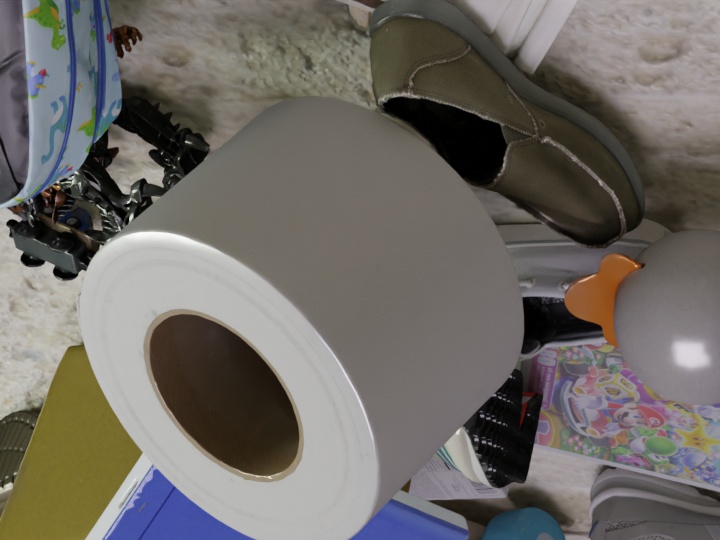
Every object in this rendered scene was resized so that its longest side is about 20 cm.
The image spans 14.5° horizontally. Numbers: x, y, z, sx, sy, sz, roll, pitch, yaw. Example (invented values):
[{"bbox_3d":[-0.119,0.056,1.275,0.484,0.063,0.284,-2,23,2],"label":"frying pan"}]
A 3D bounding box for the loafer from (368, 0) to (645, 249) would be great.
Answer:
[{"bbox_3d":[0.073,-0.065,1.520,0.200,0.070,0.075,36,144,-27],"label":"loafer"}]

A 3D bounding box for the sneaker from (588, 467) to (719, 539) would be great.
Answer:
[{"bbox_3d":[0.237,0.195,1.813,0.199,0.082,0.075,14,145,5],"label":"sneaker"}]

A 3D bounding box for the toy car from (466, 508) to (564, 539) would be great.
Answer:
[{"bbox_3d":[0.065,0.286,1.896,0.184,0.201,0.177,-17,133,38],"label":"toy car"}]

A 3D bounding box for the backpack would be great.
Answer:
[{"bbox_3d":[-0.203,-0.131,1.499,0.162,0.154,0.202,3,102,27],"label":"backpack"}]

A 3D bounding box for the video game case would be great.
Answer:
[{"bbox_3d":[0.195,0.085,1.739,0.199,0.018,0.144,13,144,6],"label":"video game case"}]

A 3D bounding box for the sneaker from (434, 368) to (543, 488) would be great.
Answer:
[{"bbox_3d":[0.050,0.087,1.676,0.093,0.071,0.200,11,176,13],"label":"sneaker"}]

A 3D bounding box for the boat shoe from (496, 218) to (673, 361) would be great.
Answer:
[{"bbox_3d":[0.095,0.020,1.651,0.199,0.069,0.072,-4,140,27],"label":"boat shoe"}]

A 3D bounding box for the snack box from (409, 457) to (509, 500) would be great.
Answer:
[{"bbox_3d":[0.026,0.081,1.800,0.071,0.024,0.200,-3,140,30],"label":"snack box"}]

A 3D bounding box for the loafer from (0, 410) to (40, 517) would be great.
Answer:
[{"bbox_3d":[-0.246,0.153,1.977,0.067,0.076,0.200,32,152,-22],"label":"loafer"}]

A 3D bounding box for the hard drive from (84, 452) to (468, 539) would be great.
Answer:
[{"bbox_3d":[-0.053,0.166,1.687,0.199,0.025,0.132,24,115,-23],"label":"hard drive"}]

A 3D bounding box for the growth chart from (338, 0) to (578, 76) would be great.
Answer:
[{"bbox_3d":[0.024,-0.168,1.471,0.199,0.018,0.145,27,144,-13],"label":"growth chart"}]

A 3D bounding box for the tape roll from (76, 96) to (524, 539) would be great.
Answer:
[{"bbox_3d":[-0.031,0.028,1.501,0.202,0.139,0.204,25,138,25],"label":"tape roll"}]

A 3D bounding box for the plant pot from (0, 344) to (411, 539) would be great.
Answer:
[{"bbox_3d":[-0.084,0.157,1.804,0.199,0.196,0.194,-16,130,33],"label":"plant pot"}]

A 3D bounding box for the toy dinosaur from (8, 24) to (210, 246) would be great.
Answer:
[{"bbox_3d":[-0.166,-0.075,1.621,0.135,0.102,0.200,38,165,-1],"label":"toy dinosaur"}]

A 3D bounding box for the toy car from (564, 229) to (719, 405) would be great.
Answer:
[{"bbox_3d":[0.210,0.043,1.544,0.199,0.185,0.177,14,146,18],"label":"toy car"}]

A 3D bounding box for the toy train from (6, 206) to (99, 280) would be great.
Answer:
[{"bbox_3d":[-0.134,-0.001,1.703,0.199,0.046,0.034,21,138,31],"label":"toy train"}]
